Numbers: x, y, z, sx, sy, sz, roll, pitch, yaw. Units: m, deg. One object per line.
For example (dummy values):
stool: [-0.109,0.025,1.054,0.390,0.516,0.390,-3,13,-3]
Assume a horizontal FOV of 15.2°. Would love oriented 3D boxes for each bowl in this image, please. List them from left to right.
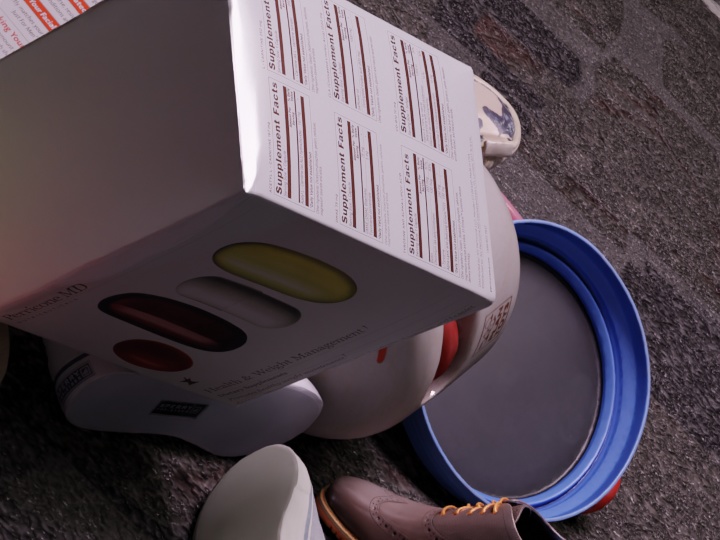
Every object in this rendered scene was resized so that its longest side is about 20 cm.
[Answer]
bowl: [0.106,0.067,1.805,0.200,0.039,0.202,5,81,-35]

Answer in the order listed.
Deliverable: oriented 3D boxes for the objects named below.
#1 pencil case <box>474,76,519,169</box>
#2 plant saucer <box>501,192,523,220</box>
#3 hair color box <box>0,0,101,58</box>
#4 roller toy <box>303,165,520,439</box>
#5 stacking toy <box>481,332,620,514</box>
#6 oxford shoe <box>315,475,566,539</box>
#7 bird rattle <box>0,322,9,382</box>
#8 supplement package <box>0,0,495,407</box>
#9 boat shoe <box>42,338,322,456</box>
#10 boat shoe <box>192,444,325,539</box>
pencil case: [0.022,-0.046,1.766,0.078,0.200,0.090,-2,53,-46]
plant saucer: [0.058,-0.032,2.027,0.200,0.051,0.201,37,23,-18]
hair color box: [-0.193,-0.119,1.594,0.200,0.064,0.111,-32,75,-34]
roller toy: [0.000,0.000,1.659,0.140,0.182,0.201,-33,102,-50]
stacking toy: [0.106,0.091,1.869,0.200,0.085,0.085,44,21,-17]
oxford shoe: [0.068,0.160,1.615,0.199,0.073,0.071,24,21,14]
bird rattle: [-0.234,0.007,1.364,0.163,0.113,0.201,32,27,-43]
supplement package: [-0.067,-0.043,1.424,0.200,0.191,0.148,23,53,-45]
boat shoe: [-0.100,0.057,1.559,0.200,0.074,0.066,18,38,-51]
boat shoe: [-0.045,0.175,1.476,0.072,0.070,0.201,56,14,-29]
